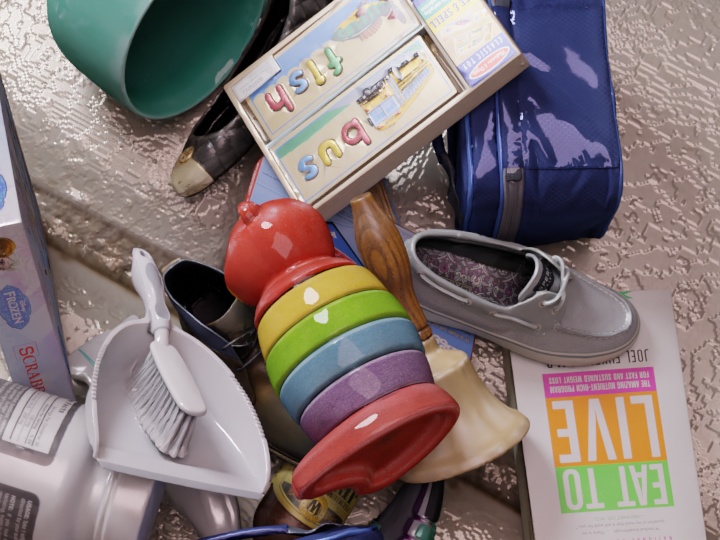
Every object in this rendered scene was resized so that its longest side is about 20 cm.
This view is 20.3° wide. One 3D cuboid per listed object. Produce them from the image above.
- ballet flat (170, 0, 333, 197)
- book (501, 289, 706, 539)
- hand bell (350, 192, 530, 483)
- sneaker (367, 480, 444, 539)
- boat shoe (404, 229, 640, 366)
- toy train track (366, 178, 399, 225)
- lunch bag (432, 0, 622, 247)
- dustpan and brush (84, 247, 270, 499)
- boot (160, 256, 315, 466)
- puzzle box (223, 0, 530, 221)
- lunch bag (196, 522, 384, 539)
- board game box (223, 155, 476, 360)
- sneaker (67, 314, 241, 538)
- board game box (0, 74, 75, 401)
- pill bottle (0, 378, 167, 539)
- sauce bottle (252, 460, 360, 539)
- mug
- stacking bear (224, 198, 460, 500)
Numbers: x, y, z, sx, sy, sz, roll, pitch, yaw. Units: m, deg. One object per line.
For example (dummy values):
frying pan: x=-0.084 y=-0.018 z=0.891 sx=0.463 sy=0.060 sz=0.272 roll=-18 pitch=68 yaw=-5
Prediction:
ballet flat: x=-0.092 y=-0.146 z=1.549 sx=0.057 sy=0.066 sz=0.201 roll=36 pitch=84 yaw=-37
book: x=0.181 y=0.117 z=1.509 sx=0.133 sy=0.048 sz=0.201 roll=-4 pitch=70 yaw=-5
hand bell: x=0.037 y=0.039 z=1.429 sx=0.104 sy=0.104 sz=0.201 roll=-24 pitch=101 yaw=-10
sneaker: x=-0.002 y=0.221 z=1.452 sx=0.087 sy=0.074 sz=0.201 roll=18 pitch=74 yaw=8
boat shoe: x=0.118 y=0.017 z=1.474 sx=0.199 sy=0.072 sz=0.071 roll=14 pitch=65 yaw=-10
toy train track: x=-0.001 y=-0.078 z=1.565 sx=0.114 sy=0.033 sz=0.201 roll=-16 pitch=80 yaw=-15
lunch bag: x=0.117 y=-0.122 z=1.519 sx=0.131 sy=0.136 sz=0.201 roll=-3 pitch=71 yaw=-4
dustpan and brush: x=-0.138 y=0.062 z=1.387 sx=0.139 sy=0.057 sz=0.200 roll=16 pitch=28 yaw=-34
boot: x=-0.076 y=0.069 z=1.444 sx=0.075 sy=0.097 sz=0.200 roll=-45 pitch=56 yaw=-7
puzzle box: x=0.009 y=-0.141 z=1.468 sx=0.200 sy=0.025 sz=0.133 roll=-37 pitch=65 yaw=9
lunch bag: x=-0.067 y=0.240 z=1.355 sx=0.199 sy=0.136 sz=0.133 roll=-14 pitch=80 yaw=2
board game box: x=0.000 y=0.000 z=1.494 sx=0.199 sy=0.019 sz=0.103 roll=27 pitch=49 yaw=-15
sneaker: x=-0.152 y=0.132 z=1.466 sx=0.080 sy=0.071 sz=0.201 roll=-24 pitch=66 yaw=-22
board game box: x=-0.250 y=-0.032 z=1.415 sx=0.041 sy=0.201 sz=0.200 roll=-13 pitch=48 yaw=-6
pill bottle: x=-0.236 y=0.134 z=1.362 sx=0.199 sy=0.111 sz=0.111 roll=17 pitch=73 yaw=3
sauce bottle: x=-0.035 y=0.166 z=1.470 sx=0.064 sy=0.065 sz=0.201 roll=29 pitch=75 yaw=6
mug: x=-0.158 y=-0.206 z=1.543 sx=0.114 sy=0.185 sz=0.152 roll=37 pitch=94 yaw=23
stacking bear: x=-0.026 y=0.041 z=1.373 sx=0.114 sy=0.121 sz=0.201 roll=-40 pitch=68 yaw=24
